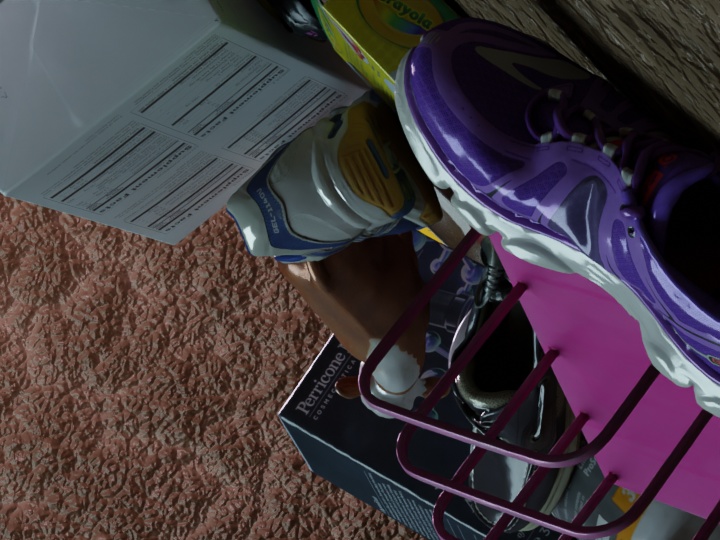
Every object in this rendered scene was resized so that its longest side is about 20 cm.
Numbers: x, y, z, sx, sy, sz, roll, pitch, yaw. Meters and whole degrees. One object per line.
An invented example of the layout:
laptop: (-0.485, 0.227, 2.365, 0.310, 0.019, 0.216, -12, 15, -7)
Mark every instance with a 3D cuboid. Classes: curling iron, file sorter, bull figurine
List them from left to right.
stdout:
bull figurine: (0.000, 0.000, 1.513, 0.200, 0.065, 0.122, 61, -160, -62)
curling iron: (0.043, -0.055, 1.384, 0.050, 0.026, 0.200, 96, 159, -45)
file sorter: (0.105, 0.086, 1.189, 0.139, 0.125, 0.200, 18, 148, 40)

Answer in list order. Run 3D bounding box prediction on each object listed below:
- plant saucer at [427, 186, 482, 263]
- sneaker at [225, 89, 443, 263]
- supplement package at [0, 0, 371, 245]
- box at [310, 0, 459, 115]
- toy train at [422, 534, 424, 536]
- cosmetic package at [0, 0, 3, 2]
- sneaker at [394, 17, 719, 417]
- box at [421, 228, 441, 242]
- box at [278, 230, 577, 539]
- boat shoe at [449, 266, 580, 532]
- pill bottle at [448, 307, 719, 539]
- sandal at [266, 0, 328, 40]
plant saucer: (0.061, -0.042, 1.722, 0.200, 0.032, 0.200, 44, 176, 4)
sneaker: (-0.015, -0.044, 1.363, 0.075, 0.088, 0.200, 66, -170, 5)
supplement package: (-0.124, -0.127, 1.458, 0.152, 0.151, 0.200, 58, -165, 18)
box: (0.049, -0.077, 1.275, 0.200, 0.048, 0.117, 44, 178, 5)
toy train: (0.093, 0.094, 1.772, 0.116, 0.200, 0.085, 56, 144, 26)
cosmetic package: (-0.212, -0.241, 1.288, 0.165, 0.200, 0.165, 47, 178, 33)
sneaker: (0.100, -0.034, 1.000, 0.200, 0.081, 0.083, 39, 159, 17)
box: (0.066, 0.004, 1.989, 0.064, 0.070, 0.200, 47, 178, -32)
box: (0.078, 0.093, 1.662, 0.200, 0.149, 0.107, 28, 165, 22)
boat shoe: (0.079, 0.056, 1.430, 0.072, 0.065, 0.200, 42, 134, 37)
pill bottle: (0.142, 0.090, 1.510, 0.200, 0.116, 0.116, 44, 177, 40)
sandal: (-0.040, -0.161, 1.412, 0.200, 0.048, 0.075, 46, 178, 32)
